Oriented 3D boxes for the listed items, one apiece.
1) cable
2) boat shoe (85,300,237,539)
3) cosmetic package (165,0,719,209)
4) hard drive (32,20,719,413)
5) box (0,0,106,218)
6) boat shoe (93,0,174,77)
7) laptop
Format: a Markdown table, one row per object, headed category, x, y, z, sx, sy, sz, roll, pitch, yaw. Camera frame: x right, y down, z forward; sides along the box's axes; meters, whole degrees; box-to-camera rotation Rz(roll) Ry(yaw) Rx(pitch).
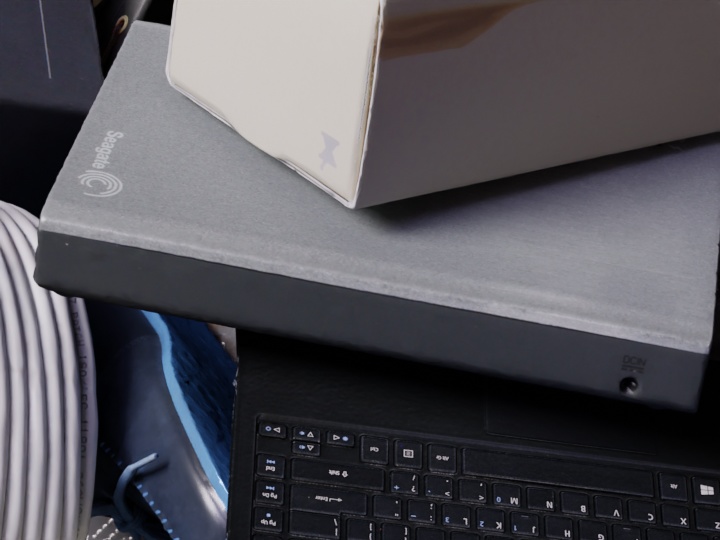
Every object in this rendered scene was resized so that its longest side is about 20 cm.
| category | x | y | z | sx | sy | sz | roll | pitch | yaw |
| --- | --- | --- | --- | --- | --- | --- | --- | --- | --- |
| cable | -0.158 | 0.068 | 0.968 | 0.200 | 0.069 | 0.201 | -42 | 51 | 46 |
| boat shoe | -0.068 | 0.060 | 0.979 | 0.069 | 0.084 | 0.200 | -45 | 30 | 7 |
| cosmetic package | 0.050 | -0.086 | 0.918 | 0.199 | 0.071 | 0.105 | -14 | 34 | -37 |
| hard drive | 0.011 | -0.020 | 0.901 | 0.199 | 0.033 | 0.140 | 10 | 31 | 3 |
| box | -0.202 | -0.095 | 1.025 | 0.104 | 0.199 | 0.148 | -51 | 40 | 45 |
| boat shoe | -0.040 | -0.121 | 1.076 | 0.202 | 0.074 | 0.063 | -53 | 40 | -1 |
| laptop | 0.055 | 0.059 | 0.797 | 0.176 | 0.104 | 0.200 | 8 | 44 | -6 |
